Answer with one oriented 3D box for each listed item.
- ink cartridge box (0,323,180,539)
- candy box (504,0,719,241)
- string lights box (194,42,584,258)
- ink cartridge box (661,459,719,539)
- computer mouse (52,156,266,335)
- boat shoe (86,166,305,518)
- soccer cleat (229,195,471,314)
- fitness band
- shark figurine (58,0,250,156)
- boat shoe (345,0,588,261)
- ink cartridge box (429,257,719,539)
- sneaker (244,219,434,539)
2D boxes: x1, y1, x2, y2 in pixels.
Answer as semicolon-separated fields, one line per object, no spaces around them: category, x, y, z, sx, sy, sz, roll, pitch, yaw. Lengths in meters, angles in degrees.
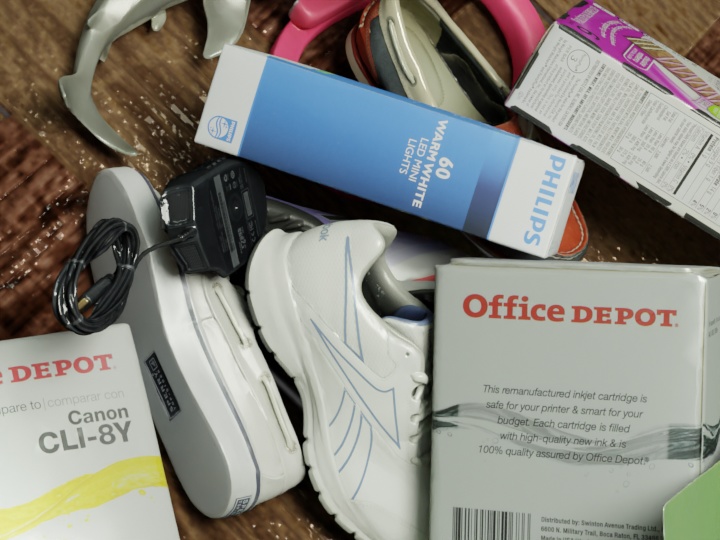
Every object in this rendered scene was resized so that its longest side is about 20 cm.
ink cartridge box;-0.169;0.138;0.882;0.144;0.083;0.201;-7;71;-25
candy box;0.193;-0.079;1.046;0.199;0.061;0.136;33;20;5
string lights box;0.020;-0.066;0.982;0.199;0.103;0.059;19;95;9
ink cartridge box;0.203;0.162;0.895;0.200;0.048;0.147;-18;105;-65
computer mouse;-0.103;-0.013;0.903;0.200;0.034;0.059;-35;118;-61
boat shoe;-0.087;0.033;0.971;0.065;0.072;0.201;-15;71;-38
soccer cleat;0.000;0.000;1.033;0.199;0.069;0.073;20;27;-4
fitness band;0.031;-0.123;1.110;0.199;0.037;0.144;-31;85;-29
shark figurine;-0.114;-0.171;1.032;0.214;0.090;0.128;-37;63;-22
boat shoe;0.070;-0.082;1.055;0.071;0.063;0.200;-39;90;-32
ink cartridge box;0.115;0.094;0.940;0.146;0.083;0.201;3;94;19
sneaker;0.009;0.066;0.959;0.201;0.087;0.075;67;28;-12
